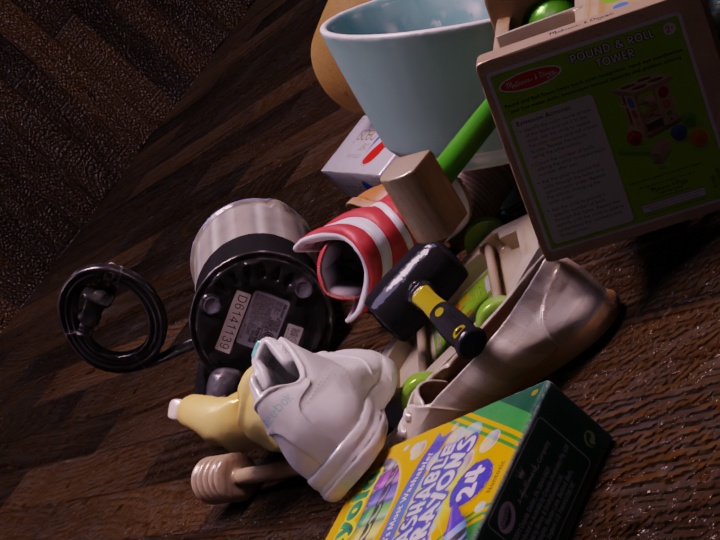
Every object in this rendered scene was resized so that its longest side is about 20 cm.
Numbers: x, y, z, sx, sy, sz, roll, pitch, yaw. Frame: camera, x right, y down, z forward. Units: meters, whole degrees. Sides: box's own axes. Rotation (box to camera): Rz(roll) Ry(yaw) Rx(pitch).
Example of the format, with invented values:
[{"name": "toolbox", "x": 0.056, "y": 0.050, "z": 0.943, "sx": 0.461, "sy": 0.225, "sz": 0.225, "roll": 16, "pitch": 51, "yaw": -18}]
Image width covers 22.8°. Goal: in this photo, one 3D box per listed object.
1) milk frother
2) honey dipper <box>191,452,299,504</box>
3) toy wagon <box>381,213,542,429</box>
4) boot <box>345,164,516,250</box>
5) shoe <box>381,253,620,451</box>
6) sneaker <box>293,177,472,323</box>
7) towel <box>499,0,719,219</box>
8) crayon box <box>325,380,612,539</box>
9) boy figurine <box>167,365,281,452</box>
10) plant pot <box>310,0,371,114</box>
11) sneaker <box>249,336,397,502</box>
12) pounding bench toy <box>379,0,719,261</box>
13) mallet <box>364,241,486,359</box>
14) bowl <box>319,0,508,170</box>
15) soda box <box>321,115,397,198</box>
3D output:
[{"name": "milk frother", "x": -0.137, "y": 0.016, "z": 1.495, "sx": 0.181, "sy": 0.200, "sz": 0.188, "roll": -51, "pitch": 14, "yaw": 8}, {"name": "honey dipper", "x": -0.065, "y": 0.146, "z": 1.282, "sx": 0.038, "sy": 0.038, "sz": 0.200, "roll": -56, "pitch": 19, "yaw": -25}, {"name": "toy wagon", "x": 0.051, "y": 0.047, "z": 1.172, "sx": 0.200, "sy": 0.040, "sz": 0.155, "roll": -46, "pitch": 14, "yaw": 16}, {"name": "boot", "x": 0.081, "y": -0.081, "z": 1.361, "sx": 0.155, "sy": 0.074, "sz": 0.200, "roll": -52, "pitch": 21, "yaw": -18}, {"name": "shoe", "x": 0.065, "y": 0.064, "z": 1.054, "sx": 0.200, "sy": 0.053, "sz": 0.070, "roll": -44, "pitch": 15, "yaw": 21}, {"name": "sneaker", "x": 0.000, "y": 0.000, "z": 1.266, "sx": 0.112, "sy": 0.071, "sz": 0.200, "roll": -34, "pitch": -11, "yaw": -26}, {"name": "towel", "x": 0.187, "y": -0.121, "z": 1.233, "sx": 0.200, "sy": 0.022, "sz": 0.146, "roll": -54, "pitch": 16, "yaw": -24}, {"name": "crayon box", "x": 0.034, "y": 0.145, "z": 0.952, "sx": 0.200, "sy": 0.052, "sz": 0.126, "roll": -32, "pitch": 23, "yaw": 52}, {"name": "boy figurine", "x": -0.074, "y": 0.097, "z": 1.268, "sx": 0.200, "sy": 0.123, "sz": 0.065, "roll": 146, "pitch": 123, "yaw": -80}, {"name": "plant pot", "x": 0.048, "y": -0.213, "z": 1.493, "sx": 0.200, "sy": 0.186, "sz": 0.187, "roll": -29, "pitch": 25, "yaw": 51}, {"name": "sneaker", "x": -0.030, "y": 0.070, "z": 1.091, "sx": 0.075, "sy": 0.088, "sz": 0.200, "roll": -51, "pitch": 7, "yaw": 6}, {"name": "pounding bench toy", "x": 0.113, "y": -0.098, "z": 1.039, "sx": 0.199, "sy": 0.125, "sz": 0.156, "roll": -18, "pitch": 23, "yaw": 14}, {"name": "mallet", "x": 0.053, "y": 0.017, "z": 1.066, "sx": 0.066, "sy": 0.041, "sz": 0.200, "roll": -48, "pitch": 12, "yaw": -6}, {"name": "bowl", "x": 0.080, "y": -0.132, "z": 1.198, "sx": 0.199, "sy": 0.106, "sz": 0.201, "roll": -11, "pitch": 16, "yaw": 3}, {"name": "soda box", "x": 0.031, "y": -0.089, "z": 1.528, "sx": 0.068, "sy": 0.064, "sz": 0.200, "roll": -51, "pitch": 14, "yaw": -6}]
